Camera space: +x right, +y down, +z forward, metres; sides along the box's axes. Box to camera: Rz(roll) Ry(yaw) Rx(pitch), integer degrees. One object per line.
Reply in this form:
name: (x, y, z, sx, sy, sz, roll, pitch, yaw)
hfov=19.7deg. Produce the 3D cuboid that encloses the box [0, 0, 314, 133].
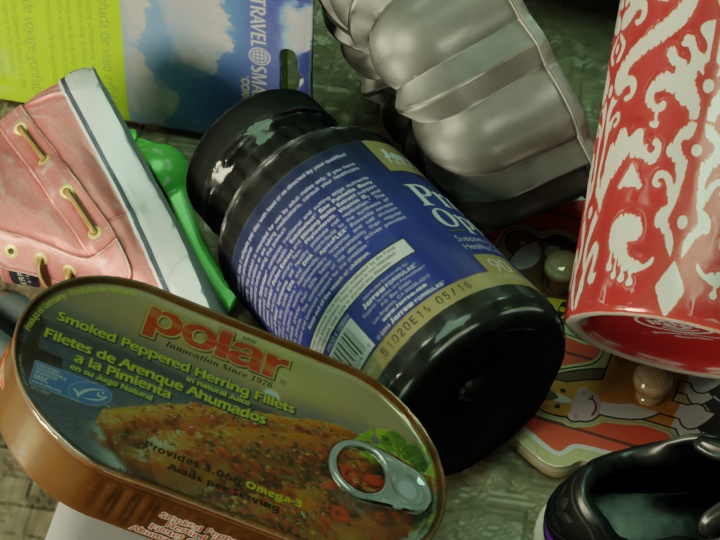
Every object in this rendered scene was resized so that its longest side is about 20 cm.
box: (-0.118, -0.134, 1.124, 0.200, 0.122, 0.048, 10, 50, 7)

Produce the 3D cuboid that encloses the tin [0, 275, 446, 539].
tin: (-0.059, 0.071, 0.881, 0.200, 0.042, 0.112, 23, 44, -14)

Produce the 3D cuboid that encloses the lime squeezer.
lime squeezer: (-0.137, -0.044, 1.114, 0.200, 0.038, 0.071, 24, 85, 16)

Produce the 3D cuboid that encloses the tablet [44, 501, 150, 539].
tablet: (-0.073, 0.108, 0.944, 0.130, 0.014, 0.200, 3, 26, 2)

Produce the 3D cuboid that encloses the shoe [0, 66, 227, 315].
shoe: (-0.133, -0.003, 1.046, 0.091, 0.071, 0.200, -29, 68, -1)

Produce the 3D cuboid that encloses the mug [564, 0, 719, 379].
mug: (0.176, -0.061, 0.958, 0.133, 0.177, 0.200, 19, 77, -17)

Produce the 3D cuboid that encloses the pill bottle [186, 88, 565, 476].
pill bottle: (0.000, 0.000, 1.019, 0.112, 0.112, 0.200, -27, 53, -21)

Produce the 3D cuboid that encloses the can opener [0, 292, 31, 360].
can opener: (-0.148, 0.058, 0.969, 0.053, 0.067, 0.200, -14, 21, -23)

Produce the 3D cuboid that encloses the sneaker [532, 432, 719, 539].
sneaker: (0.181, 0.110, 0.936, 0.200, 0.100, 0.070, -4, 63, -2)

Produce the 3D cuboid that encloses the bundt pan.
bundt pan: (0.041, -0.105, 1.065, 0.076, 0.202, 0.202, -31, 55, -2)

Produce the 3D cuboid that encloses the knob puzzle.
knob puzzle: (0.125, 0.020, 1.061, 0.219, 0.030, 0.220, 0, 51, -1)
